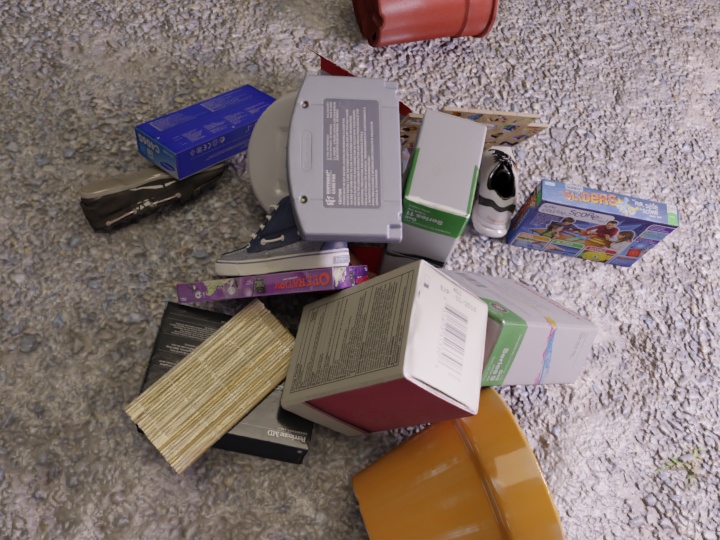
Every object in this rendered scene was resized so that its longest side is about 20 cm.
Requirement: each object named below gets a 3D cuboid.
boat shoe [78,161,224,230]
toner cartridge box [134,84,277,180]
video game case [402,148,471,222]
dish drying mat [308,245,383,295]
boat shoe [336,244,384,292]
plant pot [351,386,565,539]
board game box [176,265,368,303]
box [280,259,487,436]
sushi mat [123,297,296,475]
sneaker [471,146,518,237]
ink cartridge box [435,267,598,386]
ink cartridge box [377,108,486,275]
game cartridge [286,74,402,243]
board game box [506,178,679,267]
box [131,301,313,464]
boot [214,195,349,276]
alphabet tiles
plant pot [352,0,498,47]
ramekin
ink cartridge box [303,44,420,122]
[{"bbox_3d":[-0.278,-0.107,0.959,0.198,0.058,0.067,-18,31,-24],"label":"boat shoe"},{"bbox_3d":[-0.203,-0.198,0.988,0.095,0.043,0.199,32,47,30],"label":"toner cartridge box"},{"bbox_3d":[0.053,-0.124,1.051,0.198,0.018,0.144,-7,63,-15],"label":"video game case"},{"bbox_3d":[0.000,0.000,0.973,0.198,0.018,0.078,3,61,-10],"label":"dish drying mat"},{"bbox_3d":[0.019,0.032,0.905,0.068,0.072,0.201,-30,90,18],"label":"boat shoe"},{"bbox_3d":[0.094,0.254,0.770,0.182,0.201,0.202,-21,67,-4],"label":"plant pot"},{"bbox_3d":[-0.102,0.016,0.840,0.198,0.120,0.033,-5,86,20],"label":"board game box"},{"bbox_3d":[0.024,0.091,0.756,0.109,0.199,0.129,31,56,-30],"label":"box"},{"bbox_3d":[-0.156,0.123,0.789,0.096,0.012,0.200,42,63,12],"label":"sushi mat"},{"bbox_3d":[0.210,-0.145,1.054,0.073,0.080,0.201,10,51,-4],"label":"sneaker"},{"bbox_3d":[0.168,0.068,0.854,0.199,0.088,0.145,5,21,-41],"label":"ink cartridge box"},{"bbox_3d":[0.087,-0.081,0.912,0.082,0.201,0.148,15,59,-1],"label":"ink cartridge box"},{"bbox_3d":[-0.020,-0.130,0.816,0.132,0.041,0.202,3,73,-9],"label":"game cartridge"},{"bbox_3d":[0.326,-0.064,1.008,0.198,0.136,0.035,11,64,-7],"label":"board game box"},{"bbox_3d":[-0.149,0.135,0.834,0.198,0.079,0.142,13,58,-5],"label":"box"},{"bbox_3d":[-0.102,-0.043,0.884,0.198,0.073,0.091,-6,90,29],"label":"boot"},{"bbox_3d":[0.142,-0.189,0.957,0.198,0.166,0.006,1,84,-15],"label":"alphabet tiles"},{"bbox_3d":[0.094,-0.462,1.152,0.193,0.201,0.202,-17,66,-12],"label":"plant pot"},{"bbox_3d":[-0.052,-0.142,0.926,0.200,0.201,0.098,40,19,11],"label":"ramekin"},{"bbox_3d":[0.009,-0.242,1.006,0.160,0.200,0.050,33,104,15],"label":"ink cartridge box"}]
